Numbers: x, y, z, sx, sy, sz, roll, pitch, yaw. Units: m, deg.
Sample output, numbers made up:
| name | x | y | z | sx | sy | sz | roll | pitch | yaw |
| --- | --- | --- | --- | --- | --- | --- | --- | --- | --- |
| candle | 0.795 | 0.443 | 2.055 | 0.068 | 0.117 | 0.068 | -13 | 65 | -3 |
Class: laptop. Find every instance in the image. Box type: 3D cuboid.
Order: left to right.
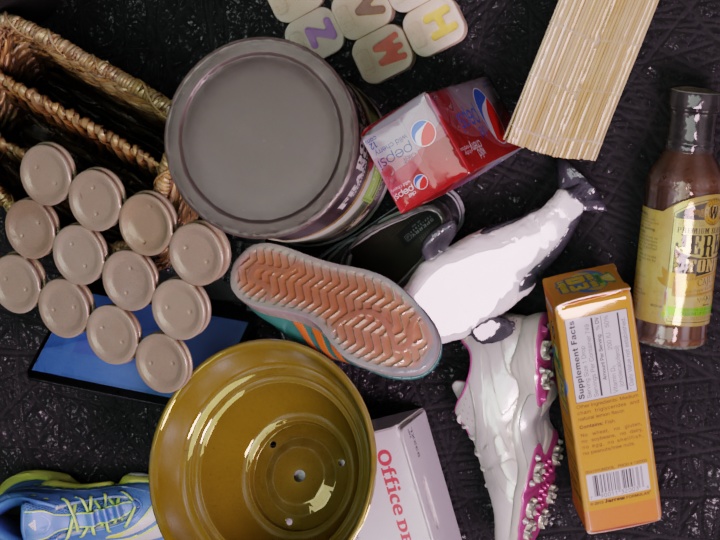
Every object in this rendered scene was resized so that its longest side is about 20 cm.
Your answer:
| name | x | y | z | sx | sy | sz | roll | pitch | yaw |
| --- | --- | --- | --- | --- | --- | --- | --- | --- | --- |
| laptop | -0.178 | -0.001 | 1.536 | 0.175 | 0.103 | 0.202 | 10 | 102 | 15 |

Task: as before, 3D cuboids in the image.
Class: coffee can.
| name | x | y | z | sx | sy | sz | roll | pitch | yaw |
| --- | --- | --- | --- | --- | --- | --- | --- | --- | --- |
| coffee can | -0.059 | -0.095 | 1.417 | 0.145 | 0.200 | 0.148 | 0 | 89 | 8 |

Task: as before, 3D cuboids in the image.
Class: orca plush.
| name | x | y | z | sx | sy | sz | roll | pitch | yaw |
| --- | --- | --- | --- | --- | --- | --- | --- | --- | --- |
| orca plush | 0.099 | -0.014 | 1.465 | 0.105 | 0.071 | 0.201 | 38 | 94 | -12 |

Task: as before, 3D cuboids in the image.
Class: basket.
| name | x | y | z | sx | sy | sz | roll | pitch | yaw |
| --- | --- | --- | --- | --- | --- | --- | --- | --- | --- |
| basket | -0.234 | -0.095 | 1.487 | 0.199 | 0.149 | 0.144 | 30 | 83 | 15 |

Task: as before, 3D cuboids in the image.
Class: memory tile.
| name | x | y | z | sx | sy | sz | roll | pitch | yaw |
| --- | --- | --- | --- | --- | --- | --- | --- | --- | --- |
| memory tile | -0.203 | -0.004 | 1.453 | 0.199 | 0.017 | 0.155 | 27 | 114 | 18 |

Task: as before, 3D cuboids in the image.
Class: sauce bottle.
| name | x | y | z | sx | sy | sz | roll | pitch | yaw |
| --- | --- | --- | --- | --- | --- | --- | --- | --- | --- |
| sauce bottle | 0.250 | -0.041 | 1.417 | 0.064 | 0.065 | 0.202 | 7 | 103 | 16 |

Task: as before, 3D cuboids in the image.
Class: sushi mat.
| name | x | y | z | sx | sy | sz | roll | pitch | yaw |
| --- | --- | --- | --- | --- | --- | --- | --- | --- | --- |
| sushi mat | 0.182 | -0.183 | 1.408 | 0.012 | 0.095 | 0.202 | 39 | 113 | 49 |

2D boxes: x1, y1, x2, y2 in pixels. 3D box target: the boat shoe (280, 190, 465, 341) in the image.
| name | x | y | z | sx | sy | sz | roll | pitch | yaw |
| --- | --- | --- | --- | --- | --- | --- | --- | --- | --- |
| boat shoe | 0.000 | 0.000 | 1.498 | 0.072 | 0.071 | 0.200 | 47 | 110 | 4 |

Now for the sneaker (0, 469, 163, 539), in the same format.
| name | x | y | z | sx | sy | sz | roll | pitch | yaw |
| --- | --- | --- | --- | --- | --- | --- | --- | --- | --- |
| sneaker | -0.241 | 0.224 | 1.593 | 0.198 | 0.105 | 0.077 | 0 | 100 | 17 |

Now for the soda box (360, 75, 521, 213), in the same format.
| name | x | y | z | sx | sy | sz | roll | pitch | yaw |
| --- | --- | --- | --- | --- | --- | --- | --- | --- | --- |
| soda box | 0.066 | -0.100 | 1.391 | 0.063 | 0.200 | 0.070 | -29 | 90 | 20 |

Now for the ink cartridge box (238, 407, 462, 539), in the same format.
| name | x | y | z | sx | sy | sz | roll | pitch | yaw |
| --- | --- | --- | --- | --- | --- | --- | --- | --- | --- |
| ink cartridge box | -0.025 | 0.214 | 1.536 | 0.198 | 0.084 | 0.147 | -16 | 93 | 19 |

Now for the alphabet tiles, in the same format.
| name | x | y | z | sx | sy | sz | roll | pitch | yaw |
| --- | --- | --- | --- | --- | --- | --- | --- | --- | --- |
| alphabet tiles | 0.006 | -0.261 | 1.481 | 0.194 | 0.015 | 0.202 | -25 | 91 | 19 |

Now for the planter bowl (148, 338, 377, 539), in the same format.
| name | x | y | z | sx | sy | sz | roll | pitch | yaw |
| --- | --- | --- | --- | --- | --- | --- | --- | --- | --- |
| planter bowl | -0.063 | 0.160 | 1.449 | 0.198 | 0.083 | 0.203 | -5 | 77 | 23 |

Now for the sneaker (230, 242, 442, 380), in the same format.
| name | x | y | z | sx | sy | sz | roll | pitch | yaw |
| --- | --- | --- | --- | --- | --- | --- | --- | --- | --- |
| sneaker | -0.009 | 0.038 | 1.427 | 0.199 | 0.080 | 0.072 | 25 | 79 | 34 |

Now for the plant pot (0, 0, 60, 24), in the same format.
| name | x | y | z | sx | sy | sz | roll | pitch | yaw |
| --- | --- | --- | --- | --- | --- | --- | --- | --- | --- |
| plant pot | -0.327 | -0.290 | 1.491 | 0.176 | 0.200 | 0.201 | -29 | 90 | 12 |

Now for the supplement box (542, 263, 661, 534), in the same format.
| name | x | y | z | sx | sy | sz | roll | pitch | yaw |
| --- | --- | --- | --- | --- | --- | --- | --- | --- | --- |
| supplement box | 0.190 | 0.101 | 1.432 | 0.068 | 0.067 | 0.202 | -9 | 109 | -2 |

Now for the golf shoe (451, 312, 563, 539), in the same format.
| name | x | y | z | sx | sy | sz | roll | pitch | yaw |
| --- | --- | --- | --- | --- | --- | --- | --- | --- | --- |
| golf shoe | 0.119 | 0.131 | 1.491 | 0.091 | 0.075 | 0.202 | 6 | 94 | 25 |
